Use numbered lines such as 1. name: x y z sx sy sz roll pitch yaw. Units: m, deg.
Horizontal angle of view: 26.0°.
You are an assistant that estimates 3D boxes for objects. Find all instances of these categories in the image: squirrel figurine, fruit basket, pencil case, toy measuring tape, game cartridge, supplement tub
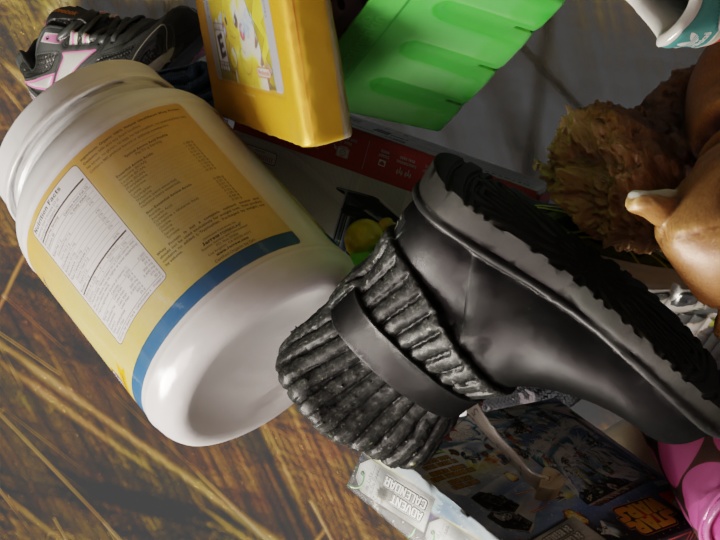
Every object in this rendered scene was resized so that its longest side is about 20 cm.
1. squirrel figurine: 0.194 -0.049 0.822 0.200 0.187 0.142 -11 124 47
2. fruit basket: 0.005 -0.196 0.863 0.215 0.156 0.216 15 152 8
3. pencil case: 0.220 0.090 0.949 0.094 0.200 0.091 -10 125 -3
4. toy measuring tape: 0.065 0.039 0.901 0.200 0.074 0.074 48 149 18
5. game cartridge: -0.063 -0.176 0.857 0.176 0.032 0.200 -153 49 -66
6. supplement tub: -0.109 -0.014 0.907 0.200 0.145 0.145 48 152 26

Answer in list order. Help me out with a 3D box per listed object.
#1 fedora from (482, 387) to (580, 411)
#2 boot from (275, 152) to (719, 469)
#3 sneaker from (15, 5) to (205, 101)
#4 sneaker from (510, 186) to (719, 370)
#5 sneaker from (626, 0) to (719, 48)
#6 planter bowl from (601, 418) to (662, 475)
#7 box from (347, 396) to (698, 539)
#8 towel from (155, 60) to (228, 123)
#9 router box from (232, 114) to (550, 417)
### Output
1. fedora: 0.092 0.038 1.051 0.200 0.092 0.201 9 143 7
2. boot: 0.074 0.056 0.815 0.211 0.079 0.158 38 112 7
3. sneaker: -0.193 -0.155 1.130 0.200 0.080 0.086 -20 107 44
4. sneaker: 0.150 -0.001 0.895 0.200 0.085 0.075 15 134 -20
5. sneaker: 0.127 -0.193 0.756 0.200 0.093 0.070 58 144 7
6. planter bowl: 0.252 0.166 1.048 0.135 0.200 0.200 -38 105 26
7. box: 0.106 0.137 0.915 0.137 0.200 0.040 36 114 32
8. towel: -0.148 -0.090 1.089 0.200 0.111 0.049 129 129 -78
9. router box: 0.000 0.000 0.987 0.200 0.049 0.180 20 104 14
